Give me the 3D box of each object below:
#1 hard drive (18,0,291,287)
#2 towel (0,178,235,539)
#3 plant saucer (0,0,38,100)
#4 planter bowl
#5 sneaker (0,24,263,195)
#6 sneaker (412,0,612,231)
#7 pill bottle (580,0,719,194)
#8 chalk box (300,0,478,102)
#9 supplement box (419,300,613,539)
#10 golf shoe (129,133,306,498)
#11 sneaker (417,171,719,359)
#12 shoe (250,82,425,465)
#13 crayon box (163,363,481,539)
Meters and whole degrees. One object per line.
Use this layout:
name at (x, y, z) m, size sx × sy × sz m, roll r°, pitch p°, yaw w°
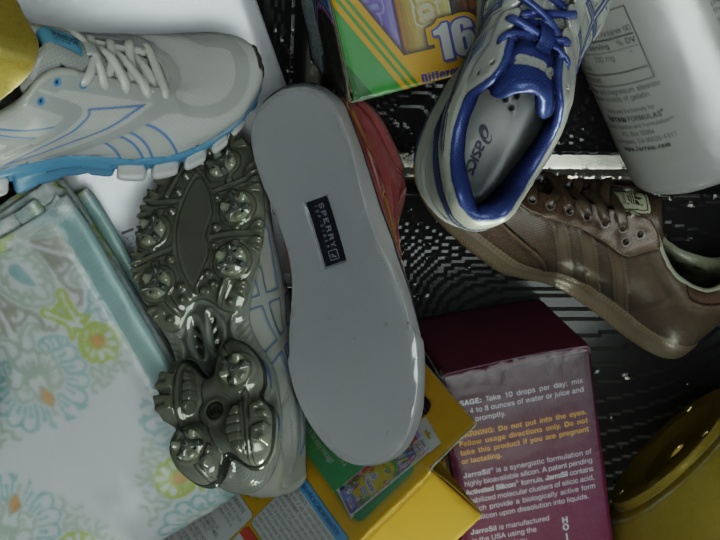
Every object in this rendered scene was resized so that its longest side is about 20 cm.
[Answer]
hard drive at (-0.101, -0.073, 1.413) m, size 0.132 × 0.025 × 0.200 m, roll -21°, pitch 106°, yaw -4°
towel at (-0.177, 0.070, 1.398) m, size 0.171 × 0.048 × 0.200 m, roll -29°, pitch 94°, yaw 10°
plant saucer at (-0.278, -0.125, 1.269) m, size 0.200 × 0.048 × 0.200 m, roll -37°, pitch 68°, yaw 17°
planter bowl at (0.197, 0.123, 1.428) m, size 0.200 × 0.200 × 0.083 m, roll -44°, pitch 96°, yaw 3°
sneaker at (-0.140, -0.092, 1.318) m, size 0.200 × 0.075 × 0.087 m, roll -15°, pitch 149°, yaw -20°
sneaker at (0.088, -0.111, 1.276) m, size 0.075 × 0.088 × 0.200 m, roll 15°, pitch 99°, yaw -11°
pill bottle at (0.161, -0.152, 1.392) m, size 0.114 × 0.114 × 0.200 m, roll -26°, pitch 106°, yaw -2°
chalk box at (0.023, -0.205, 1.351) m, size 0.124 × 0.125 × 0.200 m, roll -13°, pitch 106°, yaw -6°
supplement box at (0.086, 0.129, 1.449) m, size 0.086 × 0.110 × 0.200 m, roll -10°, pitch 105°, yaw -8°
golf shoe at (-0.067, 0.027, 1.378) m, size 0.078 × 0.097 × 0.200 m, roll -13°, pitch 66°, yaw 22°
sneaker at (0.124, -0.027, 1.433) m, size 0.200 × 0.070 × 0.076 m, roll 29°, pitch 120°, yaw -25°
shoe at (0.000, 0.000, 1.368) m, size 0.071 × 0.091 × 0.200 m, roll -15°, pitch 88°, yaw 18°
crayon box at (-0.021, 0.133, 1.389) m, size 0.200 × 0.126 × 0.052 m, roll -45°, pitch 126°, yaw 3°
